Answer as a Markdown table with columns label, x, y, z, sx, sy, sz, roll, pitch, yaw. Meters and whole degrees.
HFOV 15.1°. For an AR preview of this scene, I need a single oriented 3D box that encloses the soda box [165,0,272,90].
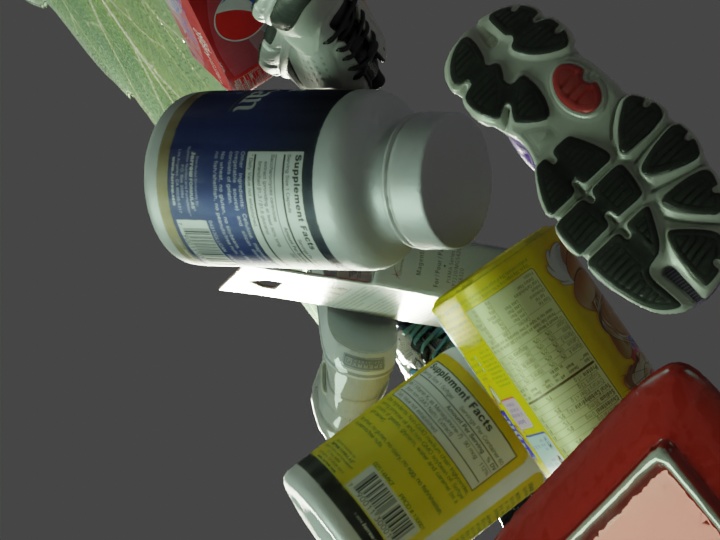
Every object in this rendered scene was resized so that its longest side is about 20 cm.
| label | x | y | z | sx | sy | sz | roll | pitch | yaw |
| --- | --- | --- | --- | --- | --- | --- | --- | --- | --- |
| soda box | -0.108 | -0.214 | 1.865 | 0.070 | 0.063 | 0.200 | 45 | 167 | 41 |

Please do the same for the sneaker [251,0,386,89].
| label | x | y | z | sx | sy | sz | roll | pitch | yaw |
| --- | --- | --- | --- | --- | --- | --- | --- | --- | --- |
| sneaker | -0.017 | -0.154 | 1.663 | 0.080 | 0.074 | 0.200 | 36 | 171 | 9 |

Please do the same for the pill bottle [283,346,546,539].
| label | x | y | z | sx | sy | sz | roll | pitch | yaw |
| --- | --- | --- | --- | --- | --- | --- | --- | --- | --- |
| pill bottle | 0.057 | 0.125 | 1.830 | 0.114 | 0.200 | 0.114 | 51 | 170 | 13 |

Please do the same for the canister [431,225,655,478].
| label | x | y | z | sx | sy | sz | roll | pitch | yaw |
| --- | --- | --- | --- | --- | --- | --- | --- | --- | --- |
| canister | 0.134 | 0.078 | 1.647 | 0.200 | 0.086 | 0.149 | 55 | 170 | 1 |

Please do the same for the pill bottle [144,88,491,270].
| label | x | y | z | sx | sy | sz | roll | pitch | yaw |
| --- | --- | --- | --- | --- | --- | --- | --- | --- | --- |
| pill bottle | -0.024 | -0.056 | 1.664 | 0.199 | 0.111 | 0.111 | 2 | 137 | 33 |

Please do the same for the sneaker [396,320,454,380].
| label | x | y | z | sx | sy | sz | roll | pitch | yaw |
| --- | --- | --- | --- | --- | --- | --- | --- | --- | --- |
| sneaker | 0.059 | 0.062 | 1.987 | 0.087 | 0.077 | 0.200 | 60 | 169 | -10 |

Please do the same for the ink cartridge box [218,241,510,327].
| label | x | y | z | sx | sy | sz | roll | pitch | yaw |
| --- | --- | --- | --- | --- | --- | --- | --- | --- | --- |
| ink cartridge box | 0.000 | 0.000 | 1.826 | 0.173 | 0.044 | 0.200 | 11 | 174 | -7 |

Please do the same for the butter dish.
| label | x | y | z | sx | sy | sz | roll | pitch | yaw |
| --- | --- | --- | --- | --- | --- | --- | --- | --- | --- |
| butter dish | 0.204 | 0.163 | 1.475 | 0.200 | 0.148 | 0.200 | 51 | 126 | 15 |

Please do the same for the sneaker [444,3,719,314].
| label | x | y | z | sx | sy | sz | roll | pitch | yaw |
| --- | --- | --- | --- | --- | --- | --- | --- | --- | --- |
| sneaker | 0.123 | -0.054 | 1.334 | 0.083 | 0.081 | 0.200 | 39 | -167 | -53 |

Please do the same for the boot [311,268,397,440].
| label | x | y | z | sx | sy | sz | roll | pitch | yaw |
| --- | --- | --- | --- | --- | --- | --- | --- | --- | --- |
| boot | -0.010 | 0.042 | 1.989 | 0.200 | 0.073 | 0.096 | -86 | 9 | -57 |

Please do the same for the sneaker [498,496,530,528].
| label | x | y | z | sx | sy | sz | roll | pitch | yaw |
| --- | --- | --- | --- | --- | --- | --- | --- | --- | --- |
| sneaker | 0.141 | 0.178 | 2.090 | 0.083 | 0.072 | 0.200 | 30 | -169 | -44 |
